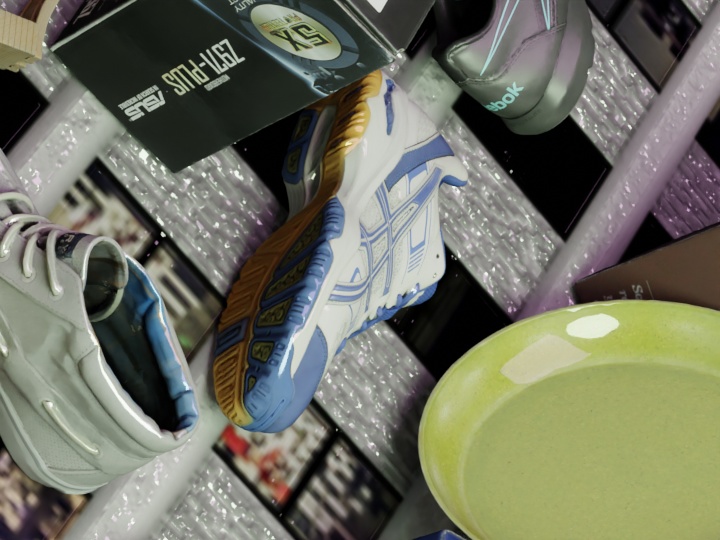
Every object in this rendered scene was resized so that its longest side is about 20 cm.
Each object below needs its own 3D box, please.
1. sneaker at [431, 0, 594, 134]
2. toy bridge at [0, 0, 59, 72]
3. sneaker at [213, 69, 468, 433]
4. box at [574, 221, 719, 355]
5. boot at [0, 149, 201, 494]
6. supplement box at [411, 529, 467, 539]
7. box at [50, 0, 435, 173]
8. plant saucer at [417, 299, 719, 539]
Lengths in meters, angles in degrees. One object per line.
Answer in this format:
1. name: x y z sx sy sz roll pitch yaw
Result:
1. sneaker: 0.079 -0.171 1.443 0.079 0.075 0.201 21 61 -32
2. toy bridge: -0.143 -0.182 1.285 0.067 0.027 0.201 20 62 -37
3. sneaker: 0.000 0.000 1.311 0.088 0.075 0.200 39 54 -25
4. box: 0.251 0.040 1.453 0.200 0.164 0.166 -15 85 -43
5. boot: -0.133 -0.007 1.182 0.074 0.095 0.200 -36 99 -43
6. supplement box: 0.023 0.230 1.223 0.109 0.109 0.200 31 57 -29
7. box: -0.023 -0.160 1.289 0.086 0.164 0.200 45 50 -19
8. plant saucer: 0.127 0.087 1.315 0.200 0.200 0.031 -46 144 -41
